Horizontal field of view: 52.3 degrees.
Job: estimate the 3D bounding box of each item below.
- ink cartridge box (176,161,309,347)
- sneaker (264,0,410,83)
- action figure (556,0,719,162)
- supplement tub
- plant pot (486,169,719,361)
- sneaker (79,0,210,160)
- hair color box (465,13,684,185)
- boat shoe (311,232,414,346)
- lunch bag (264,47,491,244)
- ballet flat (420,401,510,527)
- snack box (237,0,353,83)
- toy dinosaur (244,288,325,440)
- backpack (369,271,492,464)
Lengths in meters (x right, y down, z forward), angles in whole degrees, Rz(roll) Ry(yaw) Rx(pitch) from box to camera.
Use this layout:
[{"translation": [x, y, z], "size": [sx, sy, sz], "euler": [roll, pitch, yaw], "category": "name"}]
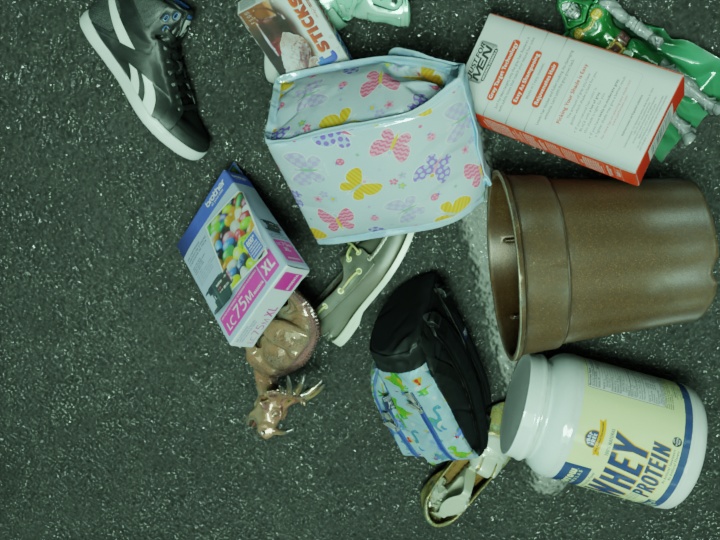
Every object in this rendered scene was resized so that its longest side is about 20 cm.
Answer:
[{"translation": [-0.144, -0.026, 0.830], "size": [0.042, 0.200, 0.119], "euler": [14, 122, -46], "category": "ink cartridge box"}, {"translation": [-0.016, -0.263, 0.765], "size": [0.118, 0.074, 0.201], "euler": [33, 109, 2], "category": "sneaker"}, {"translation": [0.279, -0.215, 0.755], "size": [0.200, 0.055, 0.118], "euler": [38, 114, -2], "category": "action figure"}, {"translation": [0.275, 0.180, 0.852], "size": [0.199, 0.145, 0.146], "euler": [15, 112, 3], "category": "supplement tub"}, {"translation": [0.245, -0.013, 0.767], "size": [0.197, 0.200, 0.201], "euler": [-5, 110, 3], "category": "plant pot"}, {"translation": [-0.210, -0.230, 0.810], "size": [0.112, 0.073, 0.200], "euler": [-33, 101, 20], "category": "sneaker"}, {"translation": [0.200, -0.170, 0.725], "size": [0.199, 0.061, 0.102], "euler": [28, 96, 23], "category": "hair color box"}, {"translation": [0.000, 0.001, 0.866], "size": [0.060, 0.072, 0.202], "euler": [29, 116, -8], "category": "boat shoe"}, {"translation": [0.026, -0.128, 0.759], "size": [0.199, 0.128, 0.170], "euler": [-7, 142, 17], "category": "lunch bag"}, {"translation": [0.144, 0.257, 0.944], "size": [0.071, 0.071, 0.200], "euler": [34, 111, -5], "category": "ballet flat"}, {"translation": [-0.044, -0.210, 0.765], "size": [0.072, 0.024, 0.200], "euler": [-22, 139, 15], "category": "snack box"}, {"translation": [-0.085, 0.090, 0.863], "size": [0.136, 0.086, 0.200], "euler": [45, 127, 25], "category": "toy dinosaur"}, {"translation": [0.085, 0.133, 0.869], "size": [0.153, 0.163, 0.200], "euler": [-31, 110, 27], "category": "backpack"}]
